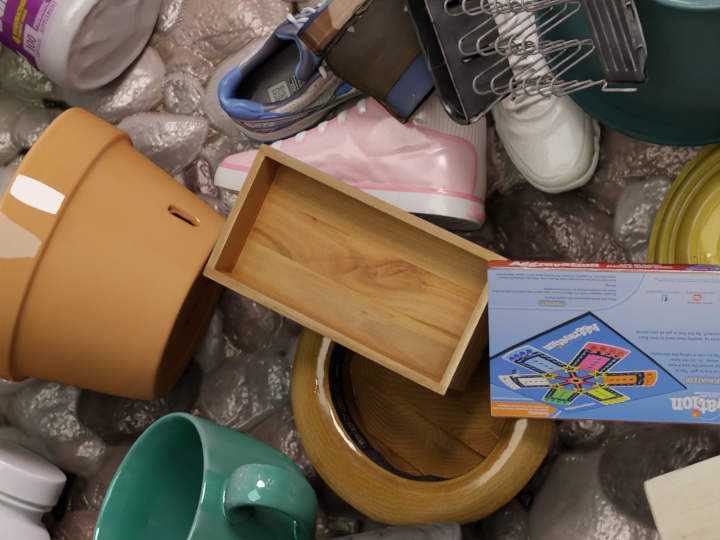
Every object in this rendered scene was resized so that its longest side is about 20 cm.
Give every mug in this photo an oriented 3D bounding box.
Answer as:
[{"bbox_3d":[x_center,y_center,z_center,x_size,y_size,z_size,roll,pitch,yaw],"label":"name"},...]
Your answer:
[{"bbox_3d":[-0.094,0.190,1.678,0.152,0.114,0.185,-65,28,2],"label":"mug"}]

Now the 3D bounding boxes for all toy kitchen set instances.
[{"bbox_3d":[0.280,0.200,1.522,0.180,0.163,0.200,-21,76,19],"label":"toy kitchen set"}]

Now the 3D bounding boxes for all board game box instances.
[{"bbox_3d":[0.181,0.046,1.564,0.200,0.019,0.103,2,105,13],"label":"board game box"}]

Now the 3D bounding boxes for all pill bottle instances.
[{"bbox_3d":[-0.293,0.224,1.788,0.109,0.109,0.200,27,94,23],"label":"pill bottle"},{"bbox_3d":[-0.253,-0.229,1.824,0.200,0.112,0.112,37,98,22],"label":"pill bottle"}]

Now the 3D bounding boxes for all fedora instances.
[{"bbox_3d":[0.052,0.082,1.676,0.200,0.082,0.201,-4,81,24],"label":"fedora"}]

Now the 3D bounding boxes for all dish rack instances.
[{"bbox_3d":[0.098,-0.170,1.517,0.200,0.054,0.154,7,122,62],"label":"dish rack"}]

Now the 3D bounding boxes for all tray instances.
[{"bbox_3d":[0.000,0.000,1.646,0.200,0.037,0.099,26,93,24],"label":"tray"}]

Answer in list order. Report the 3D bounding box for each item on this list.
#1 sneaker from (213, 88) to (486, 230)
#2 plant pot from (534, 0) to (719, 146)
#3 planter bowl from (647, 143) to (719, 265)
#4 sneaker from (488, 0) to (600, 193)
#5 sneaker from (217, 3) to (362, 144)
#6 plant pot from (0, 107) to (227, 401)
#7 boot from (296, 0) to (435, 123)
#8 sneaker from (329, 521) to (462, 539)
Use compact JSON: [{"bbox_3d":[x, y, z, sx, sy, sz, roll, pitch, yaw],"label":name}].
[{"bbox_3d":[-0.002,-0.089,1.725,0.200,0.075,0.105,6,84,20],"label":"sneaker"},{"bbox_3d":[0.209,-0.199,1.556,0.200,0.188,0.201,-1,78,4],"label":"plant pot"},{"bbox_3d":[0.273,-0.009,1.594,0.200,0.083,0.201,-3,83,22],"label":"planter bowl"},{"bbox_3d":[0.107,-0.148,1.682,0.075,0.081,0.200,-21,78,17],"label":"sneaker"},{"bbox_3d":[-0.015,-0.155,1.730,0.200,0.085,0.077,-34,72,15],"label":"sneaker"},{"bbox_3d":[-0.178,0.003,1.732,0.140,0.200,0.200,24,93,7],"label":"plant pot"},{"bbox_3d":[0.060,-0.191,1.645,0.200,0.075,0.097,-42,90,18],"label":"boot"},{"bbox_3d":[-0.005,0.211,1.642,0.200,0.091,0.076,132,141,-54],"label":"sneaker"}]
